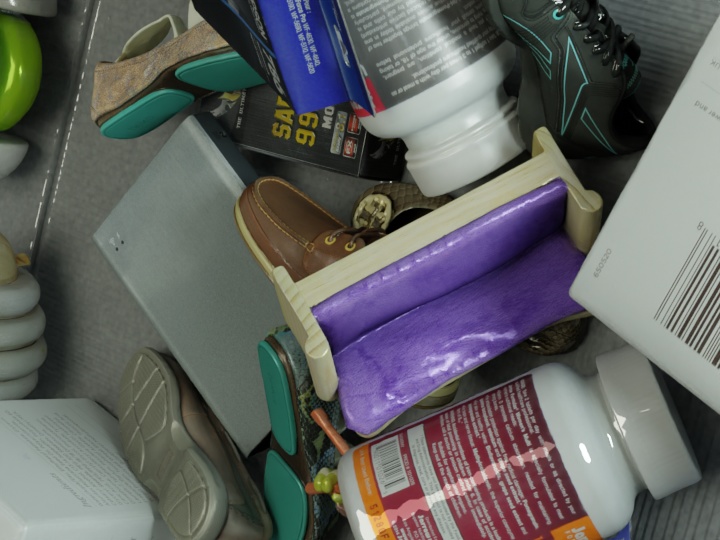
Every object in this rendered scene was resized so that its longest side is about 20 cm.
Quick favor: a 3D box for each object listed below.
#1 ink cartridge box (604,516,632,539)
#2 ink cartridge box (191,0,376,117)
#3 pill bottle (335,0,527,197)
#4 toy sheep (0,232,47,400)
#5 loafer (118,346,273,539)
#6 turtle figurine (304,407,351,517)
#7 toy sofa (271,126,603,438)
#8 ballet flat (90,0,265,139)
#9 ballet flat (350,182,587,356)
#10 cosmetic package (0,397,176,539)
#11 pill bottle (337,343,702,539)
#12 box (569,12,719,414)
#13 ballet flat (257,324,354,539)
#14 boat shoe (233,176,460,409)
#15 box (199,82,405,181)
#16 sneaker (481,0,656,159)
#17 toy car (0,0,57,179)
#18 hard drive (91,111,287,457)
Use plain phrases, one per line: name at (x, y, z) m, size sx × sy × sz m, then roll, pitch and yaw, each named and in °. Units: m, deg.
ink cartridge box at (0.156, 0.245, 1.269) m, size 0.136 × 0.076 × 0.201 m, roll -21°, pitch 77°, yaw 36°
ink cartridge box at (-0.063, -0.168, 1.322) m, size 0.200 × 0.039 × 0.100 m, roll 45°, pitch 160°, yaw 47°
pill bottle at (0.030, -0.153, 1.333) m, size 0.110 × 0.111 × 0.201 m, roll -21°, pitch 103°, yaw 36°
toy sheep at (-0.304, 0.059, 1.617) m, size 0.138 × 0.137 × 0.201 m, roll 30°, pitch 112°, yaw 36°
loafer at (-0.119, 0.131, 1.502) m, size 0.072 × 0.063 × 0.200 m, roll -58°, pitch 35°, yaw 20°
turtle figurine at (0.004, 0.192, 1.389) m, size 0.200 × 0.064 × 0.161 m, roll 46°, pitch 115°, yaw -4°
toy sofa at (0.054, 0.009, 1.276) m, size 0.199 × 0.083 × 0.098 m, roll -28°, pitch 68°, yaw -7°
ballet flat at (-0.117, -0.150, 1.457) m, size 0.199 × 0.068 × 0.068 m, roll -18°, pitch 69°, yaw 37°
ballet flat at (0.062, -0.003, 1.375) m, size 0.200 × 0.046 × 0.068 m, roll 35°, pitch 109°, yaw 35°
cosmetic package at (-0.242, 0.202, 1.515) m, size 0.165 × 0.199 × 0.166 m, roll 35°, pitch 109°, yaw 34°
pill bottle at (0.095, 0.122, 1.265) m, size 0.199 × 0.110 × 0.110 m, roll -24°, pitch 72°, yaw 9°
box at (0.258, -0.014, 1.162) m, size 0.199 × 0.130 × 0.201 m, roll 39°, pitch 111°, yaw 33°
ballet flat at (-0.028, 0.118, 1.421) m, size 0.074 × 0.074 × 0.201 m, roll 36°, pitch 141°, yaw 34°
boat shoe at (0.000, 0.000, 1.369) m, size 0.200 × 0.072 × 0.068 m, roll 44°, pitch 126°, yaw 22°
box at (-0.026, -0.175, 1.453) m, size 0.158 × 0.048 × 0.202 m, roll 17°, pitch 99°, yaw 38°
sneaker at (0.128, -0.144, 1.265) m, size 0.079 × 0.201 × 0.076 m, roll 10°, pitch 54°, yaw 28°
toy car at (-0.339, -0.170, 1.642) m, size 0.199 × 0.149 × 0.176 m, roll 22°, pitch 101°, yaw 37°
hard drive at (-0.091, 0.010, 1.476) m, size 0.200 × 0.033 × 0.140 m, roll 53°, pitch 125°, yaw 14°
